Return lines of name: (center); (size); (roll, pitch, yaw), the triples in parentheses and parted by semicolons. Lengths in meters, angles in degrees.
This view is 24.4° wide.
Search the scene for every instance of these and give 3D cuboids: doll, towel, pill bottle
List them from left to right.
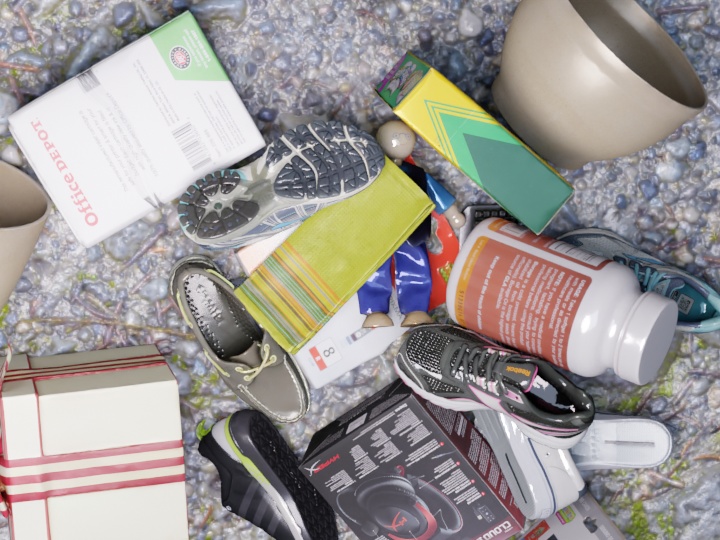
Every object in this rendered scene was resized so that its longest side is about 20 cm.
towel: (-0.026, -0.019, 1.584); (0.086, 0.018, 0.200); (44, 93, 11)
doll: (0.037, -0.045, 1.613); (0.136, 0.048, 0.201); (-1, 86, -11)
pill bottle: (0.190, 0.033, 1.564); (0.200, 0.112, 0.112); (23, 98, 26)

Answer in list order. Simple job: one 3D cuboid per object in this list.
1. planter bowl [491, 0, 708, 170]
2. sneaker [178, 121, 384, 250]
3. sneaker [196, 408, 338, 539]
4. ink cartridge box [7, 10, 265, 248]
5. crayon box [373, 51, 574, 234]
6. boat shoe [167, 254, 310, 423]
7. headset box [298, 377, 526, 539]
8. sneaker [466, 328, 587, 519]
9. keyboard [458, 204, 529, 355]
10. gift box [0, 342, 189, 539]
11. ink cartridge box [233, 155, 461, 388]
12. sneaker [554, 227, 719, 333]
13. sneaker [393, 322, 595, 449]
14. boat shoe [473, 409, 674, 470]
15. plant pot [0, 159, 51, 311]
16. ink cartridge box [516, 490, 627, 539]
planter bowl: (0.210, -0.180, 1.573); (0.200, 0.200, 0.135); (38, 117, -11)
sneaker: (-0.074, -0.076, 1.561); (0.199, 0.086, 0.078); (-20, 73, -5)
sneaker: (-0.095, 0.226, 1.670); (0.083, 0.072, 0.200); (-24, 103, 26)
ink cartridge box: (-0.212, -0.135, 1.575); (0.200, 0.084, 0.146); (-30, 102, -1)
crayon box: (0.101, -0.123, 1.552); (0.172, 0.200, 0.058); (39, 96, -11)
boat shoe: (-0.118, 0.074, 1.632); (0.072, 0.060, 0.202); (-37, 102, -1)
headset box: (0.061, 0.216, 1.647); (0.149, 0.075, 0.200); (-35, 102, 23)
sneaker: (0.159, 0.143, 1.632); (0.071, 0.073, 0.201); (-16, 78, -22)
keyboard: (0.161, 0.032, 1.671); (0.127, 0.021, 0.201); (-3, 101, -12)
gift box: (-0.271, 0.155, 1.575); (0.186, 0.185, 0.201); (-7, 97, -14)
ink cartridge box: (0.000, 0.000, 1.639); (0.200, 0.050, 0.162); (-29, 102, 2)
sneaker: (0.278, 0.011, 1.645); (0.199, 0.086, 0.078); (16, 92, -15)
sneaker: (0.133, 0.097, 1.554); (0.199, 0.086, 0.081); (20, 71, -4)
boat shoe: (0.214, 0.173, 1.681); (0.199, 0.067, 0.074); (9, 85, 8)
plant pot: (-0.404, 0.006, 1.544); (0.187, 0.187, 0.200); (17, 111, -9)
ink cartridge box: (0.202, 0.322, 1.638); (0.176, 0.200, 0.084); (-44, 102, 3)
